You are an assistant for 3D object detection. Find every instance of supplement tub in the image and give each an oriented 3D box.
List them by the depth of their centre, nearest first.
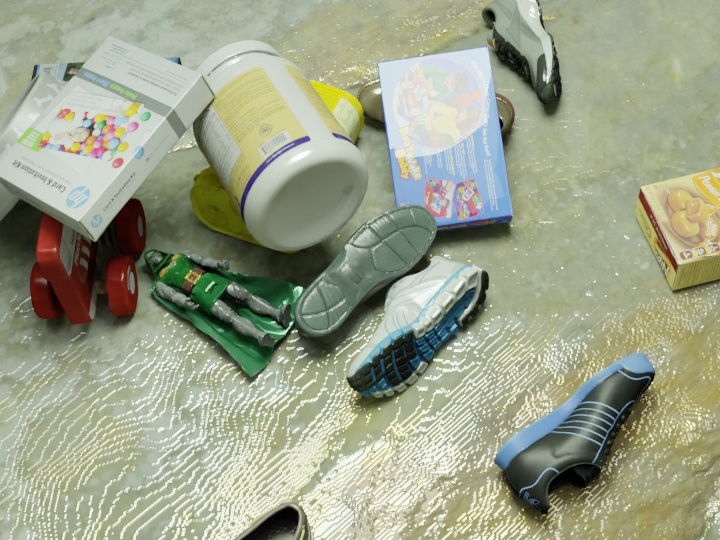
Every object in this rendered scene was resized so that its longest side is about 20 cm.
[{"bbox_3d":[-0.094,-0.137,1.281,0.144,0.146,0.201,-25,56,-13],"label":"supplement tub"}]

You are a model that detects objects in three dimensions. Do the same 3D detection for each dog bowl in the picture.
[{"bbox_3d":[-0.401,-0.145,1.390,0.058,0.199,0.202,37,56,-21],"label":"dog bowl"}]

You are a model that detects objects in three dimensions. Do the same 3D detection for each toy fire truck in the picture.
[{"bbox_3d":[-0.314,-0.047,1.326,0.110,0.169,0.202,-2,55,2],"label":"toy fire truck"}]

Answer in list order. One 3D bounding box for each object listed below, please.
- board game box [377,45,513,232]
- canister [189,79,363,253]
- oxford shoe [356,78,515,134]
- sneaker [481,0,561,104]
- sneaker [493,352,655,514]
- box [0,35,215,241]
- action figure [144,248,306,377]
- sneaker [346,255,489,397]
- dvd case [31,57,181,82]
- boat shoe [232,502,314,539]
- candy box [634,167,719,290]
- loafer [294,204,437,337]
[{"bbox_3d":[0.097,-0.149,1.385,0.132,0.045,0.203,-7,83,2],"label":"board game box"},{"bbox_3d":[-0.094,-0.134,1.423,0.147,0.087,0.201,17,56,14],"label":"canister"},{"bbox_3d":[0.089,-0.200,1.448,0.197,0.072,0.075,6,15,9],"label":"oxford shoe"},{"bbox_3d":[0.208,-0.280,1.519,0.078,0.074,0.202,-16,49,4],"label":"sneaker"},{"bbox_3d":[0.232,0.166,1.203,0.199,0.070,0.078,-34,63,-12],"label":"sneaker"},{"bbox_3d":[-0.269,-0.142,1.241,0.155,0.041,0.201,26,72,34],"label":"box"},{"bbox_3d":[-0.168,0.025,1.339,0.198,0.055,0.119,25,63,25],"label":"action figure"},{"bbox_3d":[0.048,0.057,1.297,0.086,0.076,0.200,29,58,37],"label":"sneaker"},{"bbox_3d":[-0.334,-0.215,1.537,0.197,0.018,0.144,-2,56,2],"label":"dvd case"},{"bbox_3d":[-0.123,0.302,1.133,0.072,0.060,0.200,37,65,25],"label":"boat shoe"},{"bbox_3d":[0.426,-0.059,1.349,0.197,0.056,0.117,-14,55,-5],"label":"candy box"},{"bbox_3d":[0.000,0.000,1.325,0.199,0.063,0.072,-40,89,-17],"label":"loafer"}]
